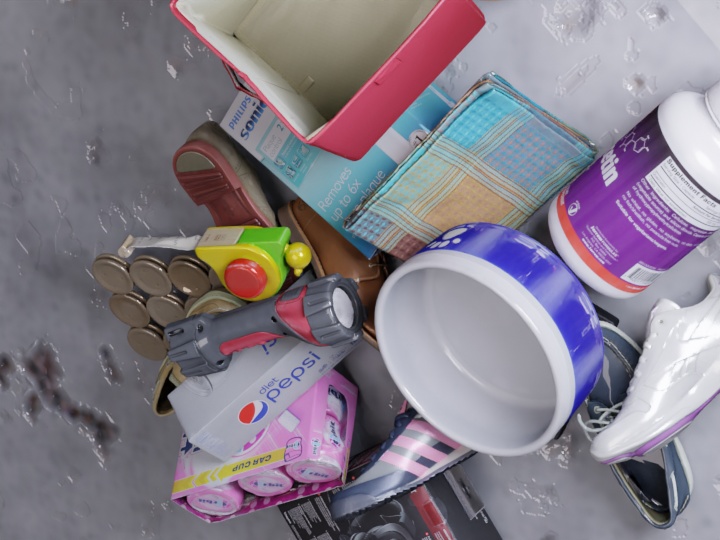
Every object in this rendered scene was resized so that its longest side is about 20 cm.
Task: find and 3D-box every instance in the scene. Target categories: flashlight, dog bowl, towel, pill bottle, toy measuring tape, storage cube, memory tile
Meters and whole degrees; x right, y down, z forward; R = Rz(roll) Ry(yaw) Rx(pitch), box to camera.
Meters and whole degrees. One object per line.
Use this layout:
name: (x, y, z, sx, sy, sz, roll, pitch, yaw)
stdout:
flashlight: (-0.090, 0.059, 1.490, 0.199, 0.068, 0.068, -20, 70, 31)
dog bowl: (0.113, 0.061, 1.385, 0.199, 0.079, 0.201, 25, 134, 28)
towel: (0.099, -0.074, 1.400, 0.146, 0.022, 0.200, 28, 121, -33)
pill bottle: (0.259, -0.072, 1.319, 0.113, 0.112, 0.200, 49, 123, 5)
toy measuring tape: (-0.138, -0.005, 1.522, 0.199, 0.074, 0.074, -2, 107, 21)
storage cube: (-0.019, -0.216, 1.309, 0.171, 0.180, 0.200, 44, 98, 10)
memory tile: (-0.179, 0.041, 1.634, 0.199, 0.017, 0.154, 3, 134, 28)

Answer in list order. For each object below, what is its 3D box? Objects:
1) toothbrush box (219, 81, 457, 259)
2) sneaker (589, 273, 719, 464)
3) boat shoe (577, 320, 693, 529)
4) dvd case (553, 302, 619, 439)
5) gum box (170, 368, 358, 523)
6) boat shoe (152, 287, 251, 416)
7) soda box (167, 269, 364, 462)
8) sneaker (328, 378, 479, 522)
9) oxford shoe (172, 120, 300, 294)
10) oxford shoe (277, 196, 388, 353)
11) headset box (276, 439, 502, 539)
toothbrush box: (-0.010, -0.136, 1.464, 0.200, 0.085, 0.147, 43, 122, 10)
sneaker: (0.268, 0.087, 1.368, 0.200, 0.075, 0.100, -41, 76, -4)
boat shoe: (0.244, 0.143, 1.430, 0.075, 0.062, 0.201, -16, 105, 26)
dvd case: (0.133, 0.054, 1.494, 0.199, 0.018, 0.143, 32, 121, 16)
gum box: (-0.095, 0.176, 1.602, 0.199, 0.114, 0.066, -21, 137, 34)
boat shoe: (-0.166, 0.094, 1.610, 0.071, 0.076, 0.200, 30, 140, -3)
soda box: (-0.094, 0.095, 1.553, 0.200, 0.063, 0.068, -41, 48, 11)
sneaker: (0.046, 0.164, 1.486, 0.082, 0.199, 0.070, 59, 166, 9)
oxford shoe: (-0.109, -0.062, 1.561, 0.070, 0.075, 0.201, -12, 122, 28)
oxford shoe: (0.000, 0.000, 1.512, 0.071, 0.071, 0.200, -38, 80, 19)
headset box: (0.036, 0.254, 1.588, 0.200, 0.077, 0.149, -30, 92, 33)
